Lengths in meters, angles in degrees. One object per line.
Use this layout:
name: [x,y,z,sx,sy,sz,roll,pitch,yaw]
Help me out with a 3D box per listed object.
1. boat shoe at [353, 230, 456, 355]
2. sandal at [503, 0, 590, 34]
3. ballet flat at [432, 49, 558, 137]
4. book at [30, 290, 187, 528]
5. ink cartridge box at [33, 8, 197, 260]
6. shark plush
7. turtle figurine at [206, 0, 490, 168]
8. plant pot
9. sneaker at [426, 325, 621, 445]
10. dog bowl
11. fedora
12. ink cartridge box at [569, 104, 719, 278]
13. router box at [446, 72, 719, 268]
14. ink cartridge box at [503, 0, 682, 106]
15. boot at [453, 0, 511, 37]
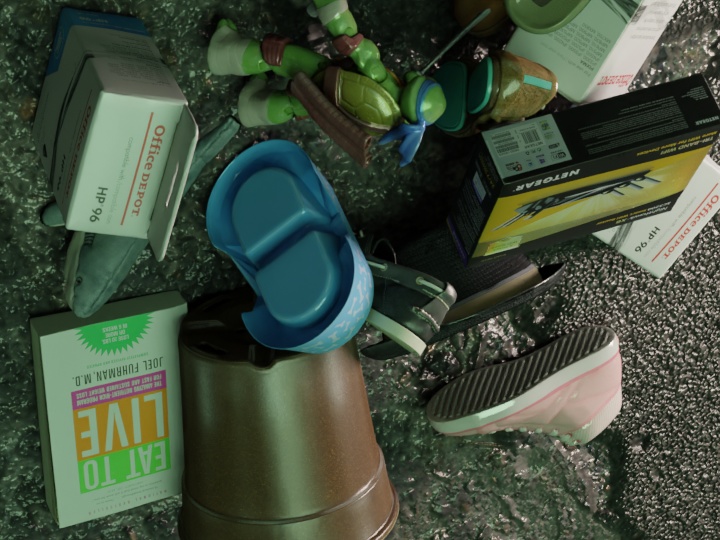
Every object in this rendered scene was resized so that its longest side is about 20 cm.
boat shoe: [0.000,0.000,1.502,0.068,0.200,0.072,-57,139,-1]
sandal: [0.179,-0.264,1.355,0.080,0.057,0.201,36,110,10]
ballet flat: [0.110,-0.142,1.436,0.072,0.200,0.068,6,87,-12]
book: [-0.217,0.120,1.580,0.133,0.048,0.200,-12,122,-20]
ink cartridge box: [-0.188,-0.104,1.344,0.068,0.200,0.116,6,117,-24]
shark plush: [-0.167,-0.045,1.469,0.200,0.083,0.091,-34,126,1]
turtle figurine: [-0.008,-0.177,1.415,0.144,0.194,0.200,7,87,-63]
plant pot: [-0.074,0.130,1.559,0.200,0.200,0.198,-12,115,-14]
sneaker: [0.166,0.136,1.714,0.200,0.075,0.105,-23,120,-12]
dog bowl: [-0.055,-0.016,1.469,0.111,0.200,0.050,-37,144,16]
fedora: [0.078,0.003,1.572,0.200,0.201,0.092,-24,92,-6]
ink cartridge box: [0.259,-0.075,1.627,0.200,0.068,0.116,30,106,-33]
router box: [0.182,-0.080,1.468,0.200,0.052,0.157,-16,158,-15]
ink cartridge box: [0.216,-0.241,1.457,0.200,0.083,0.147,-59,166,17]
boot: [0.083,-0.271,1.401,0.155,0.074,0.200,-6,136,-40]
